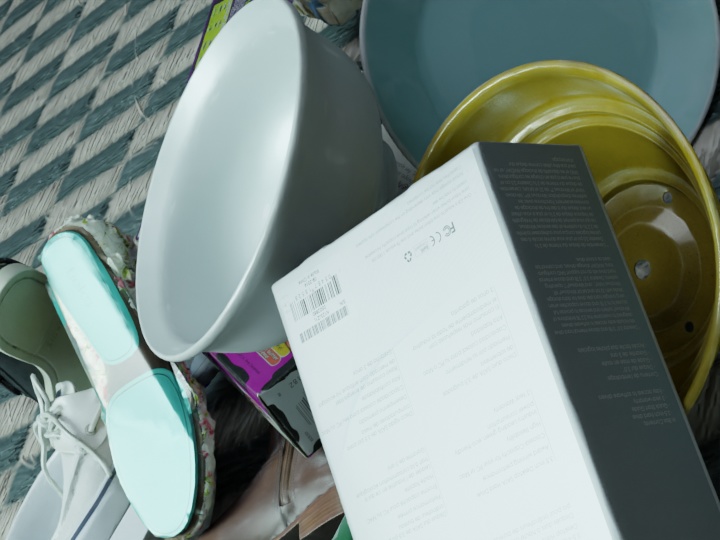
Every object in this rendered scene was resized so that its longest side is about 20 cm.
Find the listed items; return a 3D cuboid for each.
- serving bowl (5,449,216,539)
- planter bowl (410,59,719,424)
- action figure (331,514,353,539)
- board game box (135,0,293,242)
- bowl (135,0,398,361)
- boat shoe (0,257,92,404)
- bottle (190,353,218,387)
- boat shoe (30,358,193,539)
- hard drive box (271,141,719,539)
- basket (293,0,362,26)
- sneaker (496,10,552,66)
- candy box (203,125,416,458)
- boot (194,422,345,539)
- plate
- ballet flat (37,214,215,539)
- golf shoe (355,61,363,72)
[{"bbox_3d":[-0.158,0.175,1.138,0.200,0.066,0.200,-38,31,28],"label":"serving bowl"},{"bbox_3d":[0.116,0.001,0.846,0.200,0.083,0.201,1,92,46],"label":"planter bowl"},{"bbox_3d":[0.039,0.097,0.917,0.118,0.055,0.200,0,54,34],"label":"action figure"},{"bbox_3d":[-0.103,-0.115,1.245,0.120,0.032,0.200,-13,58,68],"label":"board game box"},{"bbox_3d":[-0.041,-0.039,0.938,0.201,0.090,0.202,-44,37,47],"label":"bowl"},{"bbox_3d":[-0.210,0.041,1.097,0.066,0.199,0.075,22,80,22],"label":"boat shoe"},{"bbox_3d":[-0.097,0.005,1.143,0.065,0.084,0.200,-41,-7,-49],"label":"bottle"},{"bbox_3d":[-0.166,0.090,1.060,0.202,0.086,0.075,-67,9,-18],"label":"boat shoe"},{"bbox_3d":[0.059,0.065,0.794,0.156,0.077,0.200,-33,67,42],"label":"hard drive box"},{"bbox_3d":[-0.046,-0.291,1.382,0.139,0.176,0.200,-41,41,-6],"label":"basket"},{"bbox_3d":[0.124,-0.138,1.006,0.200,0.073,0.085,-30,20,16],"label":"sneaker"},{"bbox_3d":[0.000,0.000,1.023,0.200,0.061,0.136,-42,35,-7],"label":"candy box"},{"bbox_3d":[-0.054,0.106,1.053,0.186,0.064,0.200,-26,40,21],"label":"boot"},{"bbox_3d":[0.098,-0.125,0.960,0.200,0.200,0.026,-58,0,-7],"label":"plate"},{"bbox_3d":[-0.123,0.058,1.017,0.076,0.064,0.200,-24,83,27],"label":"ballet flat"},{"bbox_3d":[0.046,-0.120,1.155,0.200,0.094,0.078,131,131,-63],"label":"golf shoe"}]
